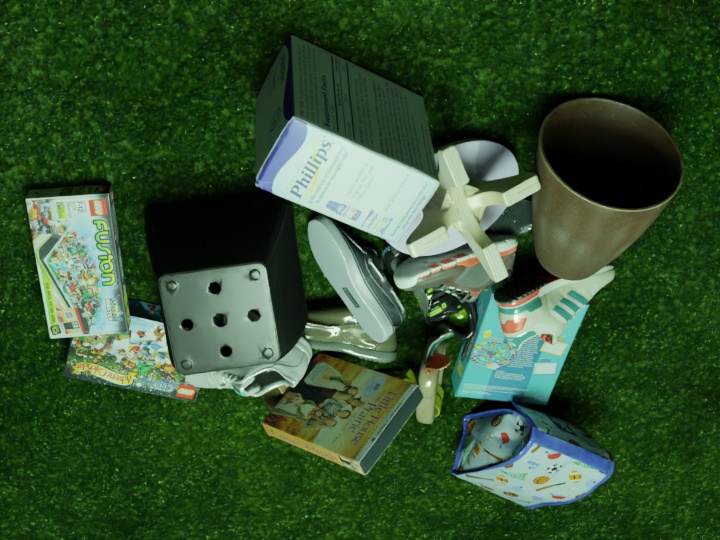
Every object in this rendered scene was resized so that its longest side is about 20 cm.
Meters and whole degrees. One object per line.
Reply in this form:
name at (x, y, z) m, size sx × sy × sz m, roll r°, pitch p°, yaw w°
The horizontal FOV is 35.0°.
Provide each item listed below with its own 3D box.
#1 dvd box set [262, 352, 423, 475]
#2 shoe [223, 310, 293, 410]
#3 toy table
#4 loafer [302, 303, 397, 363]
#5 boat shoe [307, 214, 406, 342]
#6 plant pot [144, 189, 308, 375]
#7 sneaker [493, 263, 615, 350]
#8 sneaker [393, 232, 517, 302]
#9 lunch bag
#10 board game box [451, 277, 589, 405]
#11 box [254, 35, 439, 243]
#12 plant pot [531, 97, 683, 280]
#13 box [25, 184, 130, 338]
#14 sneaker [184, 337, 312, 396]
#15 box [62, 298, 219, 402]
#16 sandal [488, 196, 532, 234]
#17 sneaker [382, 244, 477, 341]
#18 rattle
dvd box set at (-0.027, 0.197, 1.607) m, size 0.198 × 0.147 × 0.030 m, roll 15°, pitch 144°, yaw 43°
shoe at (-0.141, 0.120, 1.662) m, size 0.069 × 0.054 × 0.202 m, roll 5°, pitch 131°, yaw 36°
toy table at (0.127, -0.084, 1.435) m, size 0.199 × 0.117 × 0.185 m, roll -39°, pitch 112°, yaw -3°
loafer at (-0.037, 0.077, 1.632) m, size 0.196 × 0.075 × 0.071 m, roll 13°, pitch 96°, yaw -15°
boat shoe at (0.000, 0.000, 1.569) m, size 0.071 × 0.068 × 0.202 m, roll -7°, pitch 120°, yaw 57°
plant pot at (-0.175, 0.029, 1.469) m, size 0.195 × 0.178 × 0.204 m, roll -7°, pitch 113°, yaw 0°
sneaker at (0.272, 0.047, 1.590) m, size 0.197 × 0.070 × 0.095 m, roll -20°, pitch 111°, yaw -27°
sneaker at (0.136, 0.010, 1.536) m, size 0.197 × 0.077 × 0.084 m, roll -16°, pitch 109°, yaw -27°
lunch bag at (0.266, 0.280, 1.747) m, size 0.168 × 0.126 × 0.199 m, roll 23°, pitch 157°, yaw -22°
board game box at (0.232, 0.106, 1.689) m, size 0.148 × 0.047 × 0.202 m, roll 7°, pitch 127°, yaw -12°
box at (-0.020, -0.157, 1.368) m, size 0.197 × 0.186 × 0.105 m, roll 22°, pitch 125°, yaw -21°
plant pot at (0.294, -0.085, 1.481) m, size 0.183 × 0.190 × 0.201 m, roll 3°, pitch 142°, yaw -9°
box at (-0.371, -0.011, 1.511) m, size 0.108 × 0.035 × 0.204 m, roll -5°, pitch 115°, yaw -3°
sneaker at (-0.167, 0.141, 1.581) m, size 0.197 × 0.089 × 0.076 m, roll -11°, pitch 128°, yaw 22°
box at (-0.314, 0.110, 1.637) m, size 0.196 × 0.038 × 0.138 m, roll 13°, pitch 125°, yaw -16°
sandal at (0.150, -0.082, 1.532) m, size 0.196 × 0.048 × 0.076 m, roll 7°, pitch 127°, yaw -12°
sneaker at (0.105, 0.025, 1.588) m, size 0.070 × 0.083 × 0.200 m, roll -32°, pitch 124°, yaw 18°
rattle at (0.062, 0.137, 1.634) m, size 0.141 × 0.132 × 0.200 m, roll 25°, pitch 171°, yaw 13°
